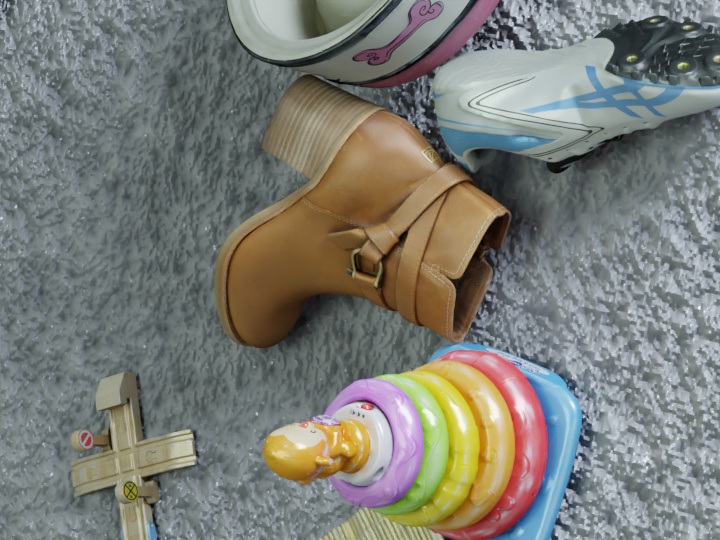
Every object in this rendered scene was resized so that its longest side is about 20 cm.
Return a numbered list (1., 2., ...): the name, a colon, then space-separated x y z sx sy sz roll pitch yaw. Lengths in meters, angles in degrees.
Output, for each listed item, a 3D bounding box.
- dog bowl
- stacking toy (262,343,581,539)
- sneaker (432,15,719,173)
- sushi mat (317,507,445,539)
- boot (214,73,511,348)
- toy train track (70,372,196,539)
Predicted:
1. dog bowl: 0.015 -0.194 1.686 0.200 0.074 0.201 -30 46 36
2. stacking toy: 0.018 0.096 1.604 0.116 0.200 0.110 22 101 40
3. sneaker: 0.130 -0.093 1.617 0.200 0.072 0.073 -4 118 38
4. sushi mat: 0.038 0.223 1.703 0.096 0.012 0.200 -41 60 32
5. boot: 0.000 0.000 1.718 0.155 0.074 0.200 34 133 20
6. toy train track: -0.150 0.165 1.868 0.115 0.032 0.201 -18 75 40
